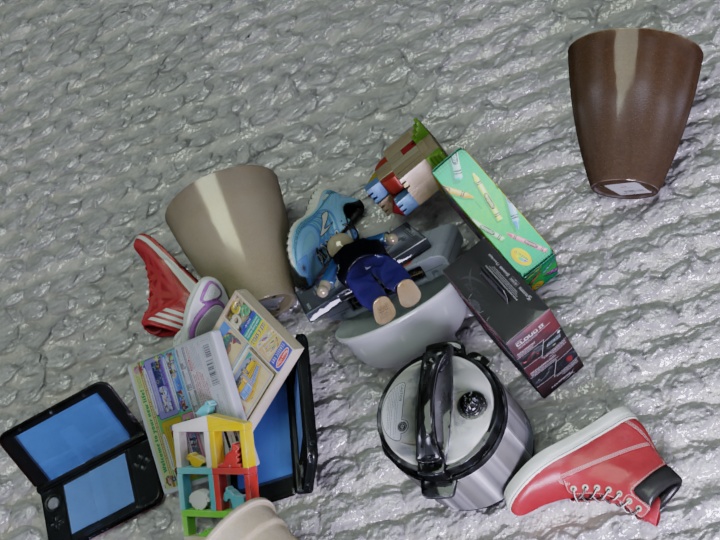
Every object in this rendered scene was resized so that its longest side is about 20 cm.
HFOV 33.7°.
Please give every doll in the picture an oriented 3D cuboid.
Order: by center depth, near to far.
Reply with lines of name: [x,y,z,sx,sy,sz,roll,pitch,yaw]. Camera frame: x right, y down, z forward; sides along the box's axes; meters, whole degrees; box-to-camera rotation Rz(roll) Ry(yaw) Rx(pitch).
doll: [0.001,0.000,1.616,0.136,0.049,0.200,-34,36,-5]

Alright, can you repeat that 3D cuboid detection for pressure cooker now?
pressure cooker: [0.118,0.197,1.515,0.179,0.200,0.176,-43,54,-1]

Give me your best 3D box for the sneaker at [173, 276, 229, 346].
sneaker: [-0.251,0.097,1.782,0.100,0.075,0.200,33,121,45]

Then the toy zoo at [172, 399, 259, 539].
toy zoo: [-0.202,0.282,1.663,0.131,0.020,0.200,-5,91,32]

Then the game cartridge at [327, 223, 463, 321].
game cartridge: [0.050,0.000,1.714,0.200,0.041,0.133,-26,12,22]

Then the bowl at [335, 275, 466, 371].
bowl: [0.071,0.080,1.649,0.201,0.090,0.201,-28,10,5]

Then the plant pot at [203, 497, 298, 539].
plant pot: [-0.107,0.423,1.516,0.183,0.200,0.201,29,77,24]

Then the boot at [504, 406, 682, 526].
boot: [0.288,0.277,1.470,0.200,0.072,0.144,-32,55,1]

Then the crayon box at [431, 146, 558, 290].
crayon box: [0.187,-0.067,1.647,0.058,0.119,0.200,-39,73,1]

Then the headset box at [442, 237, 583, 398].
headset box: [0.198,0.059,1.555,0.075,0.200,0.149,-39,52,1]

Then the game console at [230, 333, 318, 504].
game console: [-0.128,0.215,1.682,0.116,0.176,0.200,-2,58,-8]

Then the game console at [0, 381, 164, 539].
game console: [-0.417,0.295,1.770,0.200,0.119,0.173,-28,54,9]

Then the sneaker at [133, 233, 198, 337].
sneaker: [-0.331,0.029,1.908,0.116,0.078,0.200,-46,52,-6]

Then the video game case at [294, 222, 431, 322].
video game case: [0.000,0.000,1.715,0.200,0.019,0.143,-33,15,-2]

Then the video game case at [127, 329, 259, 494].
video game case: [-0.243,0.206,1.713,0.182,0.022,0.200,-23,81,33]

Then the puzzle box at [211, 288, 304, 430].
puzzle box: [-0.174,0.144,1.690,0.133,0.025,0.200,42,115,24]

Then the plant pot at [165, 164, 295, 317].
plant pot: [-0.179,-0.026,1.817,0.187,0.187,0.200,-28,68,9]

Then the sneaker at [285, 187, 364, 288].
sneaker: [-0.050,-0.053,1.796,0.090,0.078,0.200,6,46,20]

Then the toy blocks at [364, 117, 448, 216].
toy blocks: [0.066,-0.143,1.779,0.137,0.100,0.200,-39,22,8]

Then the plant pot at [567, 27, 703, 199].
plant pot: [0.375,-0.207,1.654,0.187,0.187,0.200,0,77,26]
